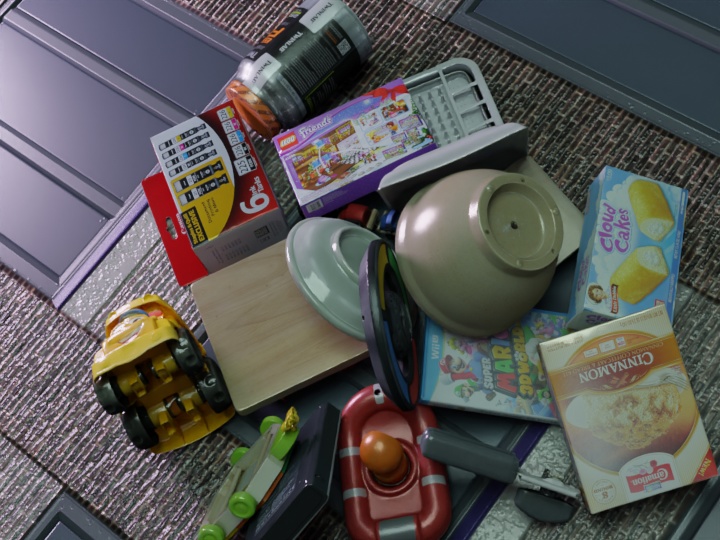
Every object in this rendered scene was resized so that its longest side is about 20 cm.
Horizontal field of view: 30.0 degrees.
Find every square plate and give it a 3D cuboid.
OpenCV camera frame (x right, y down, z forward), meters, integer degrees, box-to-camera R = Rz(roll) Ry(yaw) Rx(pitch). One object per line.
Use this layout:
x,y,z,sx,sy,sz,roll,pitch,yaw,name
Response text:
0.118,-0.133,1.704,0.198,0.198,0.029,-23,81,4,square plate

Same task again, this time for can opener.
0.161,0.236,1.548,0.198,0.053,0.067,22,91,-2,can opener

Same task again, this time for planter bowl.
0.158,-0.036,1.594,0.198,0.135,0.203,9,69,-24,planter bowl

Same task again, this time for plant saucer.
0.000,0.000,1.685,0.050,0.198,0.202,-46,53,33,plant saucer

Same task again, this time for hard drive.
-0.079,0.250,1.552,0.033,0.200,0.140,36,109,-10,hard drive

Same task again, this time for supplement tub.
-0.089,-0.287,1.896,0.122,0.123,0.200,38,75,28,supplement tub

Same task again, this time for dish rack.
0.091,-0.190,1.846,0.197,0.044,0.173,-21,60,2,dish rack

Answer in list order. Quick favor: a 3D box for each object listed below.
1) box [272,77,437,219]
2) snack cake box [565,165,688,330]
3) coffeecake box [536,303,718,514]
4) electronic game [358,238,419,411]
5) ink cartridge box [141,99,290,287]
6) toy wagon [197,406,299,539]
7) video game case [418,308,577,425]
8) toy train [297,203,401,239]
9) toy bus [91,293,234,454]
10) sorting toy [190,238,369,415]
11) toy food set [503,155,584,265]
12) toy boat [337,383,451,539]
-0.006,-0.163,1.801,0.198,0.039,0.138,-25,52,1,box
0.330,-0.016,1.660,0.113,0.067,0.203,16,65,-6,snack cake box
0.304,0.159,1.546,0.151,0.073,0.203,-17,85,3,coffeecake box
0.038,0.063,1.560,0.041,0.200,0.203,-11,60,11,electronic game
-0.211,-0.105,1.849,0.174,0.084,0.202,-26,60,-1,ink cartridge box
-0.124,0.239,1.590,0.039,0.200,0.156,36,32,-10,toy wagon
0.174,0.108,1.641,0.197,0.018,0.145,9,63,-5,video game case
-0.001,-0.070,1.780,0.198,0.046,0.034,11,63,32,toy train
-0.261,0.101,1.690,0.134,0.201,0.193,-25,52,3,toy bus
-0.093,0.071,1.734,0.198,0.070,0.200,-25,59,-1,sorting toy
0.194,-0.038,1.739,0.199,0.061,0.144,-38,72,-7,toy food set
0.032,0.225,1.584,0.129,0.131,0.203,-11,60,7,toy boat
